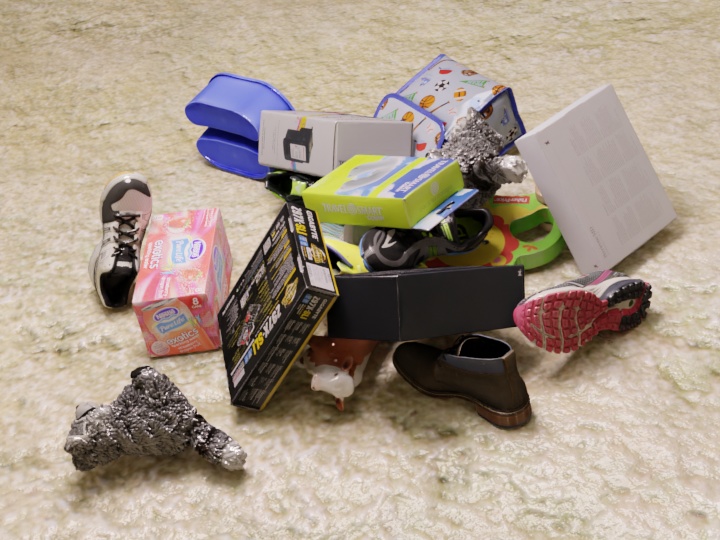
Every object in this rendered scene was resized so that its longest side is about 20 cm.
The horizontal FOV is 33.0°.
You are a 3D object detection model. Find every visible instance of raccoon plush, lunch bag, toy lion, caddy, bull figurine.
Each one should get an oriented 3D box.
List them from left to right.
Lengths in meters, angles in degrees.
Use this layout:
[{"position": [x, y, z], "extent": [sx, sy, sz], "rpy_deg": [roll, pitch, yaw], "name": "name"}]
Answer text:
[{"position": [-0.246, 0.197, 1.384], "extent": [0.199, 0.097, 0.134], "rpy_deg": [24, 57, 36], "name": "raccoon plush"}, {"position": [-0.178, -0.232, 1.904], "extent": [0.198, 0.143, 0.105], "rpy_deg": [19, 50, 34], "name": "caddy"}, {"position": [-0.029, 0.088, 1.491], "extent": [0.120, 0.066, 0.200], "rpy_deg": [17, 39, 22], "name": "bull figurine"}, {"position": [0.116, -0.211, 1.816], "extent": [0.200, 0.124, 0.170], "rpy_deg": [-40, 43, -11], "name": "lunch bag"}, {"position": [0.177, -0.041, 1.626], "extent": [0.197, 0.069, 0.193], "rpy_deg": [1, 45, 16], "name": "toy lion"}, {"position": [0.180, -0.153, 1.603], "extent": [0.199, 0.097, 0.134], "rpy_deg": [9, 52, 47], "name": "raccoon plush"}]

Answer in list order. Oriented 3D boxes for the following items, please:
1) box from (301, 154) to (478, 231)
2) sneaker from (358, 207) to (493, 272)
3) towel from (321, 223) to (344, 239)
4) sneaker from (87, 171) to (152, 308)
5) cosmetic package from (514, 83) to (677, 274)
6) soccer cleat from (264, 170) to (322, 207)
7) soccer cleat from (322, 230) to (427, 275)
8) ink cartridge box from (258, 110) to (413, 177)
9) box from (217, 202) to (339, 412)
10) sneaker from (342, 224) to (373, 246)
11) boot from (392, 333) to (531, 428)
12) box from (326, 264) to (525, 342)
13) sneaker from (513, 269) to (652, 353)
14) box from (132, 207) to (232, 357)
[{"position": [0.036, -0.101, 1.547], "extent": [0.198, 0.048, 0.122], "rpy_deg": [6, 32, 41], "name": "box"}, {"position": [0.083, -0.045, 1.525], "extent": [0.198, 0.083, 0.072], "rpy_deg": [-15, 74, -29], "name": "sneaker"}, {"position": [-0.039, -0.011, 1.671], "extent": [0.198, 0.022, 0.147], "rpy_deg": [20, 47, 35], "name": "towel"}, {"position": [-0.318, -0.037, 1.650], "extent": [0.075, 0.202, 0.088], "rpy_deg": [0, 39, -24], "name": "sneaker"}, {"position": [0.307, -0.117, 1.573], "extent": [0.150, 0.202, 0.051], "rpy_deg": [-33, 8, -29], "name": "cosmetic package"}, {"position": [-0.055, -0.107, 1.741], "extent": [0.198, 0.069, 0.081], "rpy_deg": [13, 2, 41], "name": "soccer cleat"}, {"position": [-0.001, 0.001, 1.551], "extent": [0.198, 0.065, 0.084], "rpy_deg": [18, 19, -1], "name": "soccer cleat"}, {"position": [-0.036, -0.185, 1.774], "extent": [0.144, 0.084, 0.199], "rpy_deg": [-4, 12, -37], "name": "ink cartridge box"}, {"position": [-0.105, 0.043, 1.466], "extent": [0.049, 0.201, 0.161], "rpy_deg": [16, 34, -28], "name": "box"}, {"position": [0.055, -0.085, 1.668], "extent": [0.075, 0.090, 0.199], "rpy_deg": [21, 34, 36], "name": "sneaker"}, {"position": [0.113, 0.101, 1.413], "extent": [0.198, 0.098, 0.075], "rpy_deg": [21, 47, 36], "name": "boot"}, {"position": [0.078, 0.036, 1.427], "extent": [0.198, 0.080, 0.140], "rpy_deg": [-4, -1, -37], "name": "box"}, {"position": [0.258, 0.045, 1.454], "extent": [0.198, 0.082, 0.074], "rpy_deg": [-7, 23, -36], "name": "sneaker"}, {"position": [-0.234, 0.012, 1.629], "extent": [0.101, 0.096, 0.201], "rpy_deg": [-6, 36, 5], "name": "box"}]
